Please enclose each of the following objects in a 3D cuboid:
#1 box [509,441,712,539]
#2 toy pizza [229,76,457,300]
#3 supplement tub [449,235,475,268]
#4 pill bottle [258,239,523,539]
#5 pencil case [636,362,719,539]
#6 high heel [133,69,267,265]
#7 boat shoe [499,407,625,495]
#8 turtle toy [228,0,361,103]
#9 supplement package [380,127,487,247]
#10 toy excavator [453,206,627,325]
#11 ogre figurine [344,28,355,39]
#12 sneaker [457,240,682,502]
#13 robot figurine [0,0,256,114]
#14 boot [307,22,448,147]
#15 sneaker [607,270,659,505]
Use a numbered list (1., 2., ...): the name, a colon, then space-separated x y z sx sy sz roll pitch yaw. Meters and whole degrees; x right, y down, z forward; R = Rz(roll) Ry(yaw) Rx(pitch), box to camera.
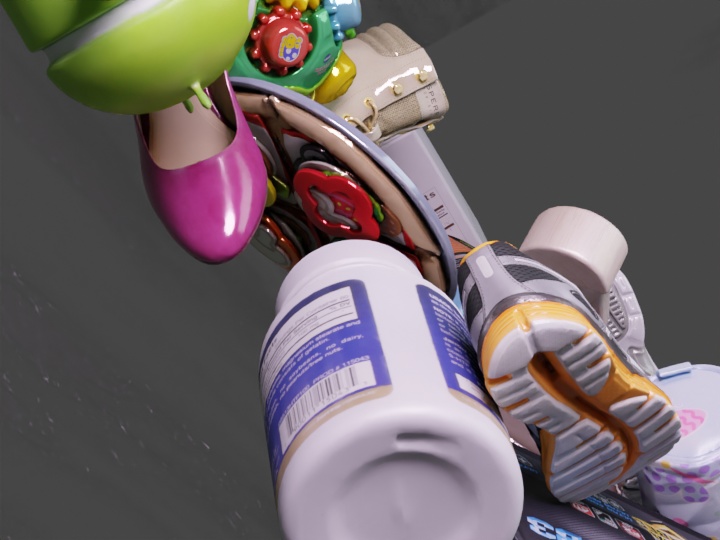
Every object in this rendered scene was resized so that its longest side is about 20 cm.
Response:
1. box: 0.138 0.174 0.897 0.199 0.050 0.199 28 13 -19
2. toy pizza: -0.031 -0.034 1.005 0.199 0.032 0.201 31 -25 16
3. supplement tub: 0.071 0.043 1.291 0.123 0.122 0.200 59 -10 -24
4. pill bottle: 0.008 0.069 0.881 0.120 0.119 0.200 58 9 -28
5. pencil case: 0.219 0.152 1.065 0.091 0.083 0.201 -78 156 -47
6. high heel: -0.100 -0.099 0.891 0.096 0.067 0.201 69 1 -52
7. boat shoe: 0.063 0.110 1.032 0.072 0.199 0.060 107 5 -46
8. turtle toy: -0.077 -0.160 1.075 0.146 0.101 0.200 46 45 3
9. supplement package: 0.022 -0.051 1.426 0.200 0.119 0.122 56 8 -36
10. toy excavator: 0.101 0.044 1.055 0.195 0.199 0.100 57 47 -31
11. ogre figurine: -0.078 -0.208 1.317 0.098 0.119 0.201 60 8 -48
12. sneaker: 0.106 0.053 0.870 0.077 0.078 0.200 62 4 39
13. robot figurine: -0.126 -0.164 0.812 0.201 0.115 0.175 61 -6 -10
14. boot: -0.006 -0.089 1.172 0.073 0.155 0.200 86 -18 -45
15. sneaker: 0.175 0.087 1.168 0.099 0.077 0.201 141 -66 -86
